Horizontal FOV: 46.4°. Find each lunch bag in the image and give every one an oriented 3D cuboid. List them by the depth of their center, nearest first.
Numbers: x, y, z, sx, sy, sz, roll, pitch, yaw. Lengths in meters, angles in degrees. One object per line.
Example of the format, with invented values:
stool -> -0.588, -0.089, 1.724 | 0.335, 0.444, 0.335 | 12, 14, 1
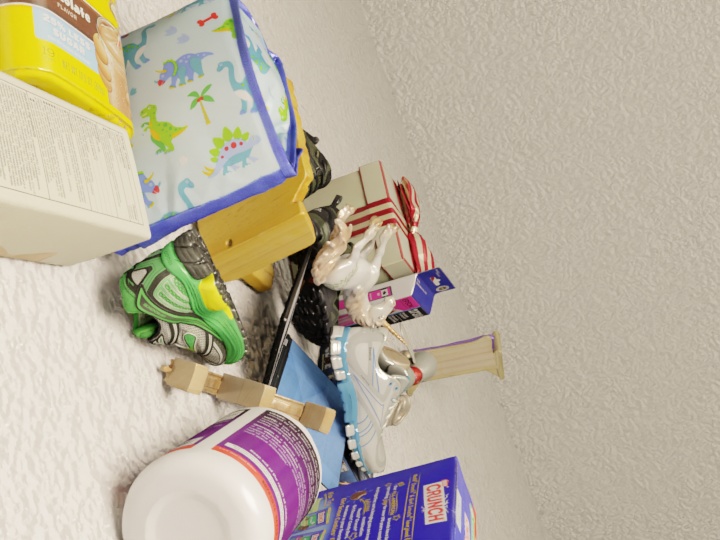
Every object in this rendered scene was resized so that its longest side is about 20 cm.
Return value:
lunch bag -> -0.146, -0.120, 0.723 | 0.127, 0.170, 0.200 | 55, 15, -50

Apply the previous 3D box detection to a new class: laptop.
laptop -> -0.045, 0.110, 0.959 | 0.187, 0.116, 0.200 | -80, -173, -65

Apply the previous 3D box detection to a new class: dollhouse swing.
dollhouse swing -> -0.099, -0.094, 0.955 | 0.176, 0.182, 0.200 | 27, 45, -56

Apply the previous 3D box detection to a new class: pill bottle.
pill bottle -> -0.098, 0.176, 0.675 | 0.200, 0.112, 0.113 | -16, 88, -77

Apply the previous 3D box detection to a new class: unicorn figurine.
unicorn figurine -> 0.000, 0.000, 1.026 | 0.074, 0.137, 0.200 | 27, 5, 43

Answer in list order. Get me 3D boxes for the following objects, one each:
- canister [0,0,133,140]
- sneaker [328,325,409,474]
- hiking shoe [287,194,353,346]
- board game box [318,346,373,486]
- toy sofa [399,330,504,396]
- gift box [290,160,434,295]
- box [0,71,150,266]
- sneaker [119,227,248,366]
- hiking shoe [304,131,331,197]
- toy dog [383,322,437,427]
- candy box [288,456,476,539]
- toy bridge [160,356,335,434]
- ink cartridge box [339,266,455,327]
canister -> -0.244, -0.201, 0.642 | 0.149, 0.087, 0.200 | 37, 38, -68
sneaker -> 0.020, 0.158, 1.019 | 0.075, 0.087, 0.200 | -81, 161, -69
hiking shoe -> -0.039, 0.006, 1.079 | 0.101, 0.076, 0.200 | -35, 137, -41
board game box -> -0.020, 0.205, 1.128 | 0.200, 0.035, 0.136 | -86, 155, -59
toy sofa -> 0.173, 0.167, 1.618 | 0.083, 0.200, 0.098 | -74, 149, -67
gift box -> 0.009, -0.040, 1.244 | 0.200, 0.187, 0.185 | 38, 36, -66
box -> -0.226, -0.064, 0.544 | 0.200, 0.078, 0.095 | 23, 50, -73
sneaker -> -0.155, 0.034, 0.736 | 0.200, 0.085, 0.078 | 78, -13, -62
hiking shoe -> -0.080, -0.128, 1.126 | 0.101, 0.076, 0.200 | 12, 49, -25
toy dog -> 0.031, 0.135, 1.161 | 0.096, 0.132, 0.200 | 36, -4, 20
candy box -> 0.005, 0.266, 0.784 | 0.169, 0.200, 0.077 | -63, 133, -72
toy bridge -> -0.111, 0.116, 0.795 | 0.200, 0.067, 0.027 | 29, 75, -47
ink cartridge box -> 0.032, 0.049, 1.186 | 0.095, 0.200, 0.037 | 44, 31, -62
